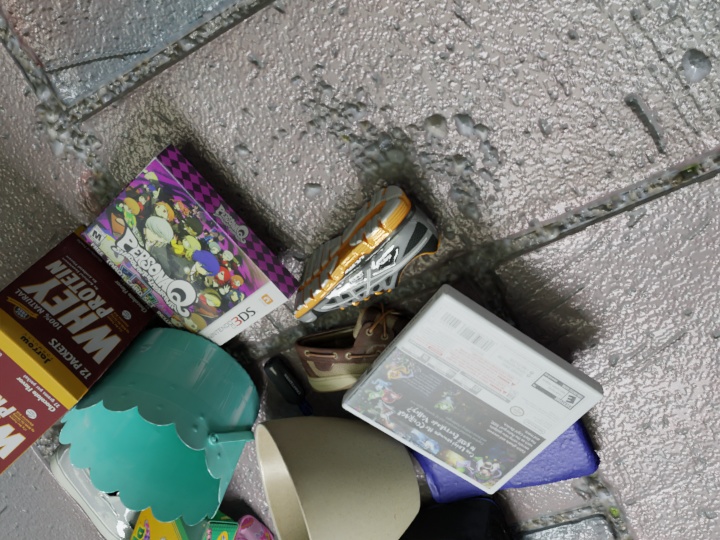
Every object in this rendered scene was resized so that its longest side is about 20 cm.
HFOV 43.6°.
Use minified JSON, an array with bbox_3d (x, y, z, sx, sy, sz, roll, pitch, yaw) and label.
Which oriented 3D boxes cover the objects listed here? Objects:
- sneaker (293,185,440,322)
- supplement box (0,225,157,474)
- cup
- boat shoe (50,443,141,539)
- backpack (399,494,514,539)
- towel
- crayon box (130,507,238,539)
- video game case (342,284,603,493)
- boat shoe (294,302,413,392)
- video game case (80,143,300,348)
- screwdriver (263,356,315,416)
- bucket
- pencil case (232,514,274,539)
[{"bbox_3d":[0.000,0.000,0.927,0.077,0.079,0.200,31,131,-24],"label":"sneaker"},{"bbox_3d":[-0.362,0.091,1.007,0.133,0.200,0.197,45,120,-10],"label":"supplement box"},{"bbox_3d":[-0.018,0.244,0.997,0.142,0.200,0.202,-16,118,-18],"label":"cup"},{"bbox_3d":[-0.316,0.295,1.177,0.071,0.070,0.201,-36,101,31],"label":"boat shoe"},{"bbox_3d":[0.112,0.382,1.059,0.182,0.135,0.201,-18,113,25],"label":"backpack"},{"bbox_3d":[0.148,0.179,0.993,0.199,0.050,0.148,-16,118,23],"label":"towel"},{"bbox_3d":[-0.242,0.382,1.127,0.118,0.058,0.201,20,88,40],"label":"crayon box"},{"bbox_3d":[0.111,0.127,0.915,0.199,0.023,0.182,32,121,-13],"label":"video game case"},{"bbox_3d":[0.017,0.073,0.962,0.199,0.072,0.072,-16,113,30],"label":"boat shoe"},{"bbox_3d":[-0.188,-0.013,0.976,0.200,0.036,0.181,48,132,-11],"label":"video game case"},{"bbox_3d":[-0.050,0.183,1.062,0.028,0.029,0.201,-26,106,27],"label":"screwdriver"},{"bbox_3d":[-0.219,0.175,1.026,0.206,0.135,0.208,14,134,15],"label":"bucket"},{"bbox_3d":[-0.200,0.392,1.186,0.199,0.088,0.088,-29,106,26],"label":"pencil case"}]
